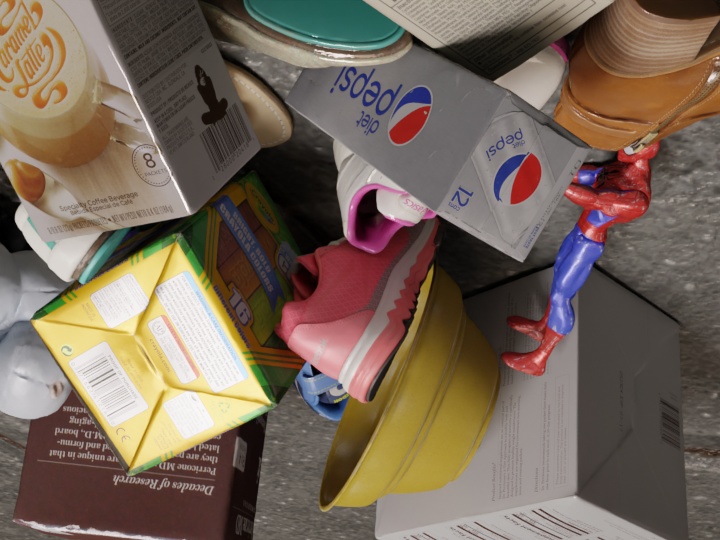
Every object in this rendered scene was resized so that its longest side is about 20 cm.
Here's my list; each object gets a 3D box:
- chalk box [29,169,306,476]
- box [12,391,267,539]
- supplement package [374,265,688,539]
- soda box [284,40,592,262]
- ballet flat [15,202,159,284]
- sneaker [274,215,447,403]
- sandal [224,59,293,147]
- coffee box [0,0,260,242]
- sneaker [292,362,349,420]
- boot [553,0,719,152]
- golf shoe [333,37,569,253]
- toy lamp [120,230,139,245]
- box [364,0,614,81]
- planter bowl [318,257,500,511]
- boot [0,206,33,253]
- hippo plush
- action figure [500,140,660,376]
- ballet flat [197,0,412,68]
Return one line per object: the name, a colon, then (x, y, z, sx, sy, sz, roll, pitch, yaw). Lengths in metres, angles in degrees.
chalk box: (-0.104, 0.023, 0.841, 0.123, 0.200, 0.125, -27, 102, 21)
box: (-0.163, 0.119, 1.004, 0.162, 0.202, 0.166, 5, 166, 3)
supplement package: (0.137, 0.128, 0.995, 0.146, 0.193, 0.199, 29, 144, -35)
soda box: (0.033, -0.079, 0.666, 0.063, 0.069, 0.200, 27, -172, -33)
ballet flat: (-0.155, -0.054, 0.785, 0.069, 0.200, 0.070, 4, 110, 12)
sneaker: (0.000, 0.000, 0.830, 0.086, 0.201, 0.074, 26, 122, -1)
sandal: (-0.128, -0.106, 0.767, 0.077, 0.070, 0.211, -16, 143, 35)
coffee box: (-0.148, -0.125, 0.630, 0.113, 0.080, 0.202, -8, 117, 33)
sneaker: (-0.028, 0.056, 0.998, 0.073, 0.083, 0.200, -24, 155, -8)
boot: (0.211, -0.110, 0.691, 0.197, 0.078, 0.155, -4, 160, -8)
golf shoe: (0.053, -0.076, 0.762, 0.075, 0.092, 0.200, 24, 145, -26)
toy lamp: (-0.194, -0.075, 0.850, 0.057, 0.059, 0.201, 3, 150, 7)
box: (0.023, -0.183, 0.590, 0.199, 0.078, 0.095, 29, 141, -33)
planter bowl: (0.047, 0.096, 0.903, 0.083, 0.202, 0.201, 25, 148, -6)
boot: (-0.282, 0.029, 1.022, 0.164, 0.066, 0.200, 28, 144, -10)
hippo plush: (-0.273, 0.023, 0.877, 0.158, 0.202, 0.160, -17, 148, 42)
action figure: (0.127, -0.026, 0.839, 0.098, 0.066, 0.201, 23, 128, -6)
ballet flat: (-0.060, -0.150, 0.677, 0.198, 0.068, 0.062, 20, 163, 10)
